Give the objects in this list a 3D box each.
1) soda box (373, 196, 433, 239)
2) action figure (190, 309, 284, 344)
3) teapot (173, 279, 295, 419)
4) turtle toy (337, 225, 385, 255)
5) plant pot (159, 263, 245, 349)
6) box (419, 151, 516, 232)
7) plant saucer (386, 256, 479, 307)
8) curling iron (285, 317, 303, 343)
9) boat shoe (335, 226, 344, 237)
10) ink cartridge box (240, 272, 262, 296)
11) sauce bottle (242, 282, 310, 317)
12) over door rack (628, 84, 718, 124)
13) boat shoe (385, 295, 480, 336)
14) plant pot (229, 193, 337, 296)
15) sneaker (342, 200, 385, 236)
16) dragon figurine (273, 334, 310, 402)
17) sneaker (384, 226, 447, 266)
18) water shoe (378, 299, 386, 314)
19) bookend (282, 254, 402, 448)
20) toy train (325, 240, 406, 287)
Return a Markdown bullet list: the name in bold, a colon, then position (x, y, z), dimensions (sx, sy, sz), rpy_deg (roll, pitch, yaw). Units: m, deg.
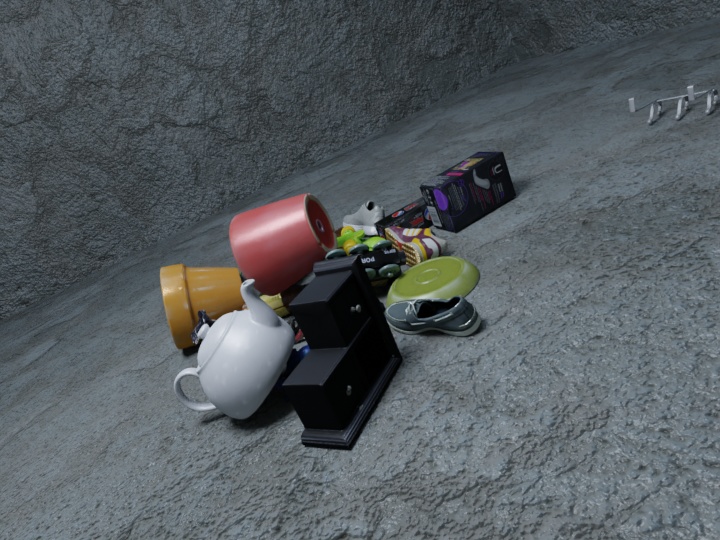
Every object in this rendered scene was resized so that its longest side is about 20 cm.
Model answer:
- **soda box**: position (0.138, -0.137, 1.397), dimensions (0.198, 0.064, 0.071), rpy_deg (-29, 21, -14)
- **action figure**: position (-0.249, 0.137, 1.116), dimensions (0.197, 0.104, 0.119), rpy_deg (8, -33, -35)
- **teapot**: position (-0.217, 0.146, 0.913), dimensions (0.197, 0.145, 0.202), rpy_deg (-34, 26, 59)
- **turtle toy**: position (-0.028, -0.037, 1.284), dimensions (0.197, 0.102, 0.146), rpy_deg (-22, 22, 5)
- **plant pot**: position (-0.379, 0.073, 1.312), dimensions (0.180, 0.204, 0.200), rpy_deg (-13, 18, -14)
- **box**: position (0.266, -0.199, 1.321), dimensions (0.198, 0.124, 0.106), rpy_deg (-29, 20, -15)
- **plant saucer**: position (0.138, 0.023, 1.063), dimensions (0.197, 0.031, 0.201), rpy_deg (-22, 21, 9)
- **curling iron**: position (-0.092, 0.076, 1.065), dimensions (0.200, 0.050, 0.026), rpy_deg (-45, -3, 25)
- **boat shoe**: position (-0.086, -0.079, 1.497), dimensions (0.071, 0.068, 0.200), rpy_deg (-11, 24, 31)
- **ink cartridge box**: position (-0.225, -0.029, 1.425), dimensions (0.200, 0.083, 0.147), rpy_deg (-46, -6, -46)
- **sauce bottle**: position (-0.178, 0.074, 1.244), dimensions (0.196, 0.067, 0.066), rpy_deg (-19, 21, 7)
- **over door rack**: position (0.776, -0.407, 1.316), dimensions (0.198, 0.068, 0.146), rpy_deg (-14, 10, -40)
- **boat shoe**: position (0.113, 0.067, 0.921), dimensions (0.198, 0.062, 0.073), rpy_deg (1, 49, 47)
- **plant pot**: position (-0.157, -0.066, 1.161), dimensions (0.175, 0.203, 0.201), rpy_deg (-22, 20, 18)
- **sneaker**: position (0.016, -0.153, 1.504), dimensions (0.074, 0.094, 0.199), rpy_deg (0, 11, -32)
- **dragon figurine**: position (-0.082, 0.152, 0.950), dimensions (0.199, 0.059, 0.099), rpy_deg (-36, 25, -16)
- **sneaker**: position (0.127, -0.064, 1.240), dimensions (0.089, 0.076, 0.200), rpy_deg (-20, 26, -14)
- **water shoe**: position (-0.016, 0.060, 1.071), dimensions (0.071, 0.080, 0.198), rpy_deg (-35, 23, -29)
- **bookend**: position (-0.043, 0.116, 0.798), dimensions (0.091, 0.203, 0.199), rpy_deg (-9, 24, 34)
- **toy train**: position (0.000, 0.000, 1.134), dimensions (0.196, 0.087, 0.114), rpy_deg (-11, -24, -12)
